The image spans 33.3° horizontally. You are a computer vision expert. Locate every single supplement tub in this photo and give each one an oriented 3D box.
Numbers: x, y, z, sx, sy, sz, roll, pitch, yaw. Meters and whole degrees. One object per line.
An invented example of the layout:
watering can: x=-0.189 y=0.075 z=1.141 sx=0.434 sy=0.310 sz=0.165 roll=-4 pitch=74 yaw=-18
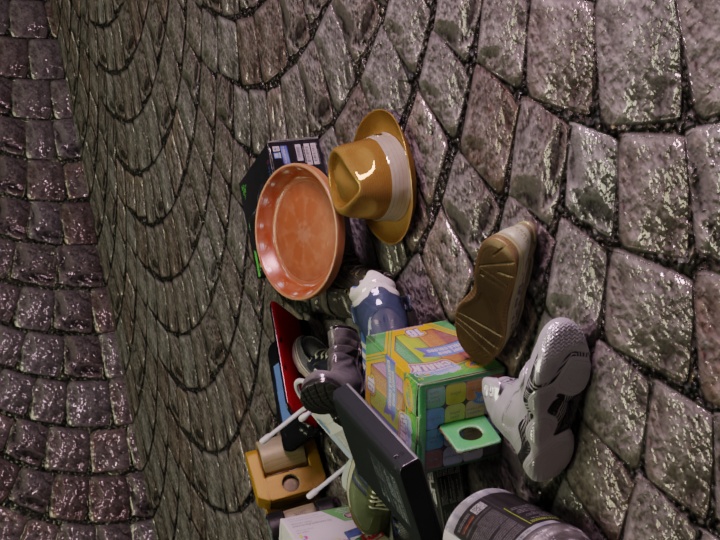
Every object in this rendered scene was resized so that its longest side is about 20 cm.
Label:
supplement tub: x=0.185 y=0.325 z=1.337 sx=0.200 sy=0.121 sz=0.124 roll=-165 pitch=69 yaw=-66

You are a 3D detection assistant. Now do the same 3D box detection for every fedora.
fedora: x=0.006 y=-0.126 z=1.664 sx=0.200 sy=0.081 sz=0.203 roll=171 pitch=90 yaw=-67

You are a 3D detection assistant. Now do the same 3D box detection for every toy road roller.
toy road roller: x=-0.122 y=0.397 z=2.101 sx=0.146 sy=0.121 sz=0.202 roll=103 pitch=151 yaw=-63

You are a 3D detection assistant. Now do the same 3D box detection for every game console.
game console: x=-0.133 y=0.180 z=2.014 sx=0.172 sy=0.118 sz=0.202 roll=-38 pitch=53 yaw=43

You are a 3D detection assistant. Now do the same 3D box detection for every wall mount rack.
wall mount rack: x=-0.065 y=0.269 z=1.856 sx=0.201 sy=0.074 sz=0.174 roll=50 pitch=149 yaw=-2

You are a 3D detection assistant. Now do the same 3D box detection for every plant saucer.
plant saucer: x=-0.087 y=-0.057 z=1.788 sx=0.199 sy=0.032 sz=0.203 roll=5 pitch=97 yaw=50

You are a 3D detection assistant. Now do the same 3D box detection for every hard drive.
hard drive: x=0.032 y=0.242 z=1.490 sx=0.200 sy=0.033 sz=0.141 roll=40 pitch=152 yaw=57

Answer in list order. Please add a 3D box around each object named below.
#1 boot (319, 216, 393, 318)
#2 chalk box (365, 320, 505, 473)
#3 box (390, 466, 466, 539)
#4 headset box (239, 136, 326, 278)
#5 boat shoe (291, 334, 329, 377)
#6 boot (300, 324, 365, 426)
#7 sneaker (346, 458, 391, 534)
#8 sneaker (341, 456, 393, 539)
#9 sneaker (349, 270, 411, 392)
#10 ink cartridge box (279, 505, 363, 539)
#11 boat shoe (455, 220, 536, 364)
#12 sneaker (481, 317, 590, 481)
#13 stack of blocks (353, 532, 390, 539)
boot: x=0.000 y=0.000 z=1.764 sx=0.174 sy=0.069 sz=0.203 roll=19 pitch=118 yaw=59
chalk box: x=0.099 y=0.162 z=1.488 sx=0.200 sy=0.123 sz=0.125 roll=-143 pitch=49 yaw=-58
box: x=0.092 y=0.332 z=1.658 sx=0.193 sy=0.047 sz=0.203 roll=171 pitch=91 yaw=-71
headset box: x=-0.121 y=-0.097 z=1.965 sx=0.200 sy=0.092 sz=0.176 roll=141 pitch=119 yaw=-64
boat shoe: x=-0.041 y=0.144 z=1.894 sx=0.200 sy=0.074 sz=0.094 roll=48 pitch=136 yaw=40
boot: x=-0.036 y=0.135 z=1.689 sx=0.200 sy=0.069 sz=0.133 roll=54 pitch=-149 yaw=-64
sneaker: x=0.026 y=0.284 z=1.651 sx=0.090 sy=0.066 sz=0.203 roll=-133 pitch=46 yaw=-66
sneaker: x=0.024 y=0.338 z=1.779 sx=0.071 sy=0.073 sz=0.201 roll=43 pitch=158 yaw=37
sneaker: x=0.030 y=0.086 z=1.671 sx=0.201 sy=0.080 sz=0.148 roll=86 pitch=172 yaw=-60
ink cartridge box: x=-0.026 y=0.454 z=1.851 sx=0.200 sy=0.144 sz=0.089 roll=-136 pitch=45 yaw=-57
boat shoe: x=0.162 y=0.030 z=1.392 sx=0.073 sy=0.062 sz=0.201 roll=39 pitch=142 yaw=22
sneaker: x=0.187 y=0.123 z=1.325 sx=0.115 sy=0.074 sz=0.202 roll=46 pitch=142 yaw=50
stack of blocks: x=0.051 y=0.481 z=1.713 sx=0.115 sy=0.058 sz=0.202 roll=28 pitch=140 yaw=57
